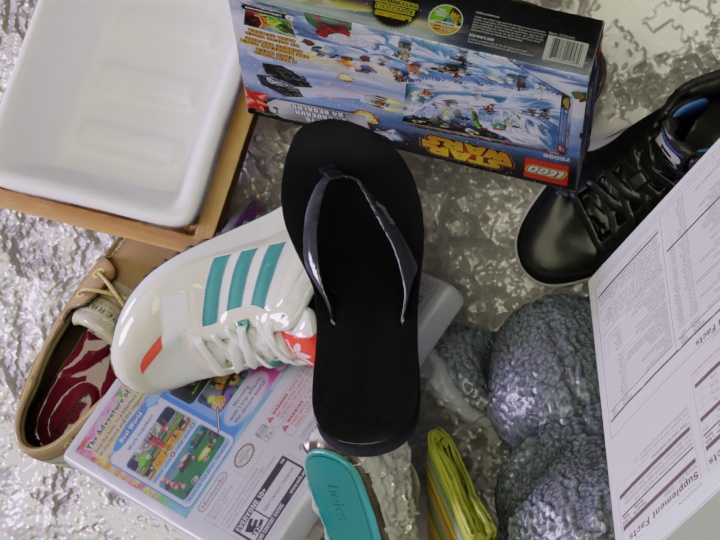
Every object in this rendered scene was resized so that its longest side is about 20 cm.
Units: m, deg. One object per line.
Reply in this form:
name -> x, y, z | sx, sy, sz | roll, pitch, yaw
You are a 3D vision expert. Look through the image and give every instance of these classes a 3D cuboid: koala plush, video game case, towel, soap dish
koala plush -> 0.129, 0.097, 1.228 | 0.177, 0.184, 0.200 | -17, 65, 5
video game case -> -0.060, 0.065, 1.277 | 0.182, 0.024, 0.200 | 24, 74, 42
towel -> 0.056, 0.186, 1.233 | 0.018, 0.200, 0.086 | -11, 42, -10
soap dish -> -0.130, -0.113, 1.320 | 0.157, 0.081, 0.200 | 13, 77, 16

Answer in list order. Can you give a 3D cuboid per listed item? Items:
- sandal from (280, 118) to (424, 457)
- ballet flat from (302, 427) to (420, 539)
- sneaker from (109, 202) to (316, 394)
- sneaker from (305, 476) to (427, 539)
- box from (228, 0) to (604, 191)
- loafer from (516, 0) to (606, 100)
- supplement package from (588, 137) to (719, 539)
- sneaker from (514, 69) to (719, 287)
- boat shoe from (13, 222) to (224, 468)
sandal -> 0.001, 0.000, 1.169 | 0.076, 0.043, 0.200 | -10, 61, 1
ballet flat -> 0.016, 0.161, 1.212 | 0.072, 0.072, 0.200 | 2, 120, 16
sneaker -> -0.055, 0.025, 1.235 | 0.200, 0.070, 0.093 | -29, 41, 9
sneaker -> -0.025, 0.148, 1.308 | 0.200, 0.081, 0.077 | 15, 92, 15
box -> 0.031, -0.111, 1.200 | 0.200, 0.137, 0.040 | 14, 67, 8
loafer -> 0.049, -0.142, 1.294 | 0.200, 0.071, 0.073 | 23, 96, 15
supplement package -> 0.222, 0.059, 1.097 | 0.152, 0.200, 0.151 | 21, 132, -21
sneaker -> 0.163, -0.060, 1.238 | 0.200, 0.112, 0.073 | -34, 80, 13
boat shoe -> -0.150, 0.036, 1.352 | 0.074, 0.066, 0.200 | 28, 95, 16
